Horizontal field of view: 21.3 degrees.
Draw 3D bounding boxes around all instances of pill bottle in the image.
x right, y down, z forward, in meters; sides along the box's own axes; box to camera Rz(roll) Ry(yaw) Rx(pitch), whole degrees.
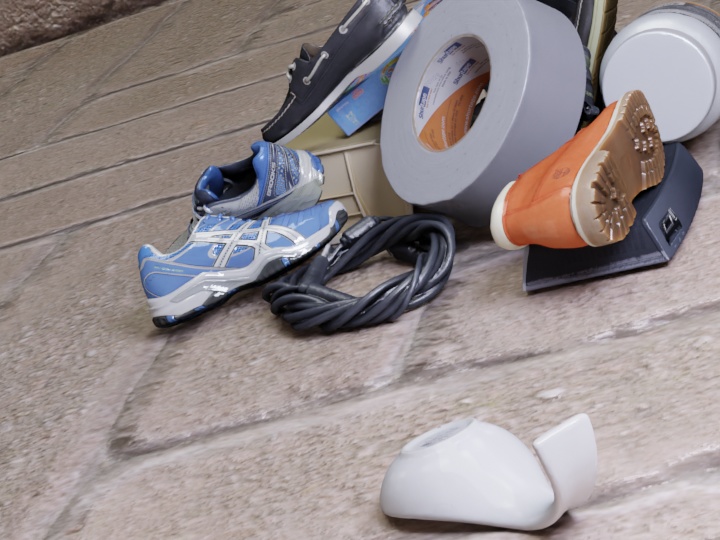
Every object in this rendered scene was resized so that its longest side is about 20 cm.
[{"bbox_3d":[0.273,-0.173,1.687,0.116,0.117,0.200,-14,9,18],"label":"pill bottle"}]

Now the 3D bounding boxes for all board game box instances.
[{"bbox_3d":[0.045,-0.214,1.848,0.151,0.037,0.200,-38,11,19],"label":"board game box"}]

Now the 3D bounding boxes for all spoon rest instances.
[{"bbox_3d":[0.080,0.125,1.162,0.099,0.061,0.200,-27,5,-25],"label":"spoon rest"}]

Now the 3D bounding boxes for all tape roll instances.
[{"bbox_3d":[0.102,-0.142,1.637,0.066,0.201,0.200,19,-6,-33],"label":"tape roll"}]

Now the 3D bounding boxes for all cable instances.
[{"bbox_3d":[0.000,0.000,1.617,0.163,0.051,0.200,-23,18,-10],"label":"cable"}]

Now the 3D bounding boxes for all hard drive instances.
[{"bbox_3d":[0.203,-0.048,1.552,0.135,0.042,0.200,-13,18,23],"label":"hard drive"}]

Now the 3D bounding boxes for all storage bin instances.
[{"bbox_3d":[0.007,-0.107,1.868,0.198,0.094,0.200,-8,20,32],"label":"storage bin"}]

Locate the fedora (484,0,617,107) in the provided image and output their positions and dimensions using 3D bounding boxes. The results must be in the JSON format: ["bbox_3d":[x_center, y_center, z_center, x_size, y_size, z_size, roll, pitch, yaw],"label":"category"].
[{"bbox_3d":[0.183,-0.207,1.927,0.092,0.201,0.201,-49,-1,34],"label":"fedora"}]

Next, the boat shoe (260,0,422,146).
[{"bbox_3d":[-0.030,-0.184,1.734,0.200,0.060,0.074,-40,10,35],"label":"boat shoe"}]

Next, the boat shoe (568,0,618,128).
[{"bbox_3d":[0.189,-0.188,1.723,0.065,0.200,0.073,13,22,14],"label":"boat shoe"}]

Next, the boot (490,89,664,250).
[{"bbox_3d":[0.170,-0.078,1.493,0.107,0.075,0.200,-13,21,33],"label":"boot"}]

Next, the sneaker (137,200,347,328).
[{"bbox_3d":[-0.106,-0.022,1.713,0.200,0.077,0.076,-25,-5,-8],"label":"sneaker"}]

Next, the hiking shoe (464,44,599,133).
[{"bbox_3d":[0.138,-0.110,1.685,0.200,0.076,0.101,-54,33,42],"label":"hiking shoe"}]

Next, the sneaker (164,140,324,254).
[{"bbox_3d":[-0.129,-0.060,1.778,0.200,0.085,0.077,-39,44,29],"label":"sneaker"}]
